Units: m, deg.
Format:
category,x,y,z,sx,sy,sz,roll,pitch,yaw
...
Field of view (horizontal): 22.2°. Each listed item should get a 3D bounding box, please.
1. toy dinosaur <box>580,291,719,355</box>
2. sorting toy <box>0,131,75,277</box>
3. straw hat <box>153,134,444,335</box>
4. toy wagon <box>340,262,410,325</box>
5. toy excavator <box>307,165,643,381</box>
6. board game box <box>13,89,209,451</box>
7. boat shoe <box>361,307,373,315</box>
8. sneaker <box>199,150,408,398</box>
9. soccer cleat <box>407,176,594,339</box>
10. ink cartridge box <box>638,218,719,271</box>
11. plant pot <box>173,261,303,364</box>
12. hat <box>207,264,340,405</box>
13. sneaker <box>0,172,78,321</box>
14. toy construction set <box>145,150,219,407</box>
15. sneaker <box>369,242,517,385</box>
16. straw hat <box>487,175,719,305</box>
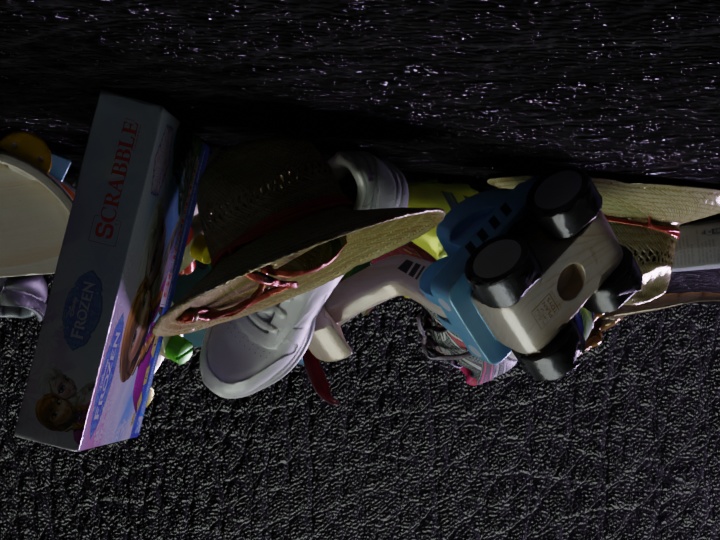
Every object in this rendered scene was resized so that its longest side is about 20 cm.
category,x,y,z,sx,sy,sz,roll,pitch,yaw
toy dinosaur,0.205,0.028,1.509,0.199,0.061,0.106,-1,-153,47
sorting toy,-0.287,-0.054,1.366,0.197,0.108,0.180,-4,-170,-3
straw hat,-0.054,-0.035,1.116,0.199,0.086,0.201,-21,173,-3
toy wagon,0.000,0.000,1.580,0.040,0.155,0.199,48,159,-16
toy excavator,0.067,0.007,1.285,0.199,0.195,0.100,25,157,52
board game box,-0.146,0.005,1.119,0.041,0.202,0.200,13,179,4
boat shoe,-0.002,-0.002,1.762,0.066,0.074,0.200,36,169,0
sneaker,-0.052,-0.003,1.253,0.075,0.201,0.100,37,-177,21
soccer cleat,0.102,0.000,1.396,0.199,0.084,0.065,33,133,-24
ink cartridge box,0.226,-0.012,1.556,0.197,0.041,0.200,-7,178,2
plant pot,-0.137,0.001,1.743,0.140,0.143,0.200,8,175,20
hat,-0.091,0.015,1.529,0.163,0.178,0.200,4,177,0
sneaker,-0.287,-0.021,1.538,0.075,0.115,0.200,5,-168,6
toy construction set,-0.127,-0.011,1.298,0.091,0.132,0.201,14,-135,19
sneaker,0.069,0.034,1.470,0.074,0.081,0.200,-38,133,14
straw hat,0.187,-0.017,1.363,0.198,0.086,0.201,4,177,0
